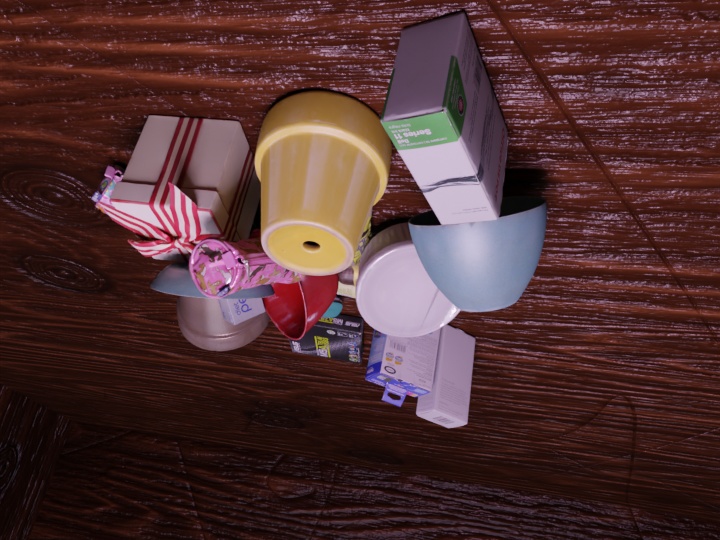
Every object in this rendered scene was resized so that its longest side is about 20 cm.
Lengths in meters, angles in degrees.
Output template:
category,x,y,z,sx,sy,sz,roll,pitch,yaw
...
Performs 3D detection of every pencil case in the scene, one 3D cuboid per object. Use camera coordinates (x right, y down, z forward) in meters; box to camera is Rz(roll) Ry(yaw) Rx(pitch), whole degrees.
category,x,y,z,sx,sy,sz,roll,pitch,yaw
pencil case,-0.153,-0.012,0.889,0.086,0.084,0.199,36,-161,19
pencil case,-0.375,-0.111,1.111,0.197,0.089,0.087,30,148,-27

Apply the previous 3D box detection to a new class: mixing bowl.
category,x,y,z,sx,sy,sz,roll,pitch,yaw
mixing bowl,-0.106,0.007,1.088,0.107,0.204,0.200,-22,168,-30

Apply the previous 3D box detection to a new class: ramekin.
category,x,y,z,sx,sy,sz,roll,pitch,yaw
ramekin,0.085,0.011,1.068,0.196,0.095,0.207,-4,127,-5

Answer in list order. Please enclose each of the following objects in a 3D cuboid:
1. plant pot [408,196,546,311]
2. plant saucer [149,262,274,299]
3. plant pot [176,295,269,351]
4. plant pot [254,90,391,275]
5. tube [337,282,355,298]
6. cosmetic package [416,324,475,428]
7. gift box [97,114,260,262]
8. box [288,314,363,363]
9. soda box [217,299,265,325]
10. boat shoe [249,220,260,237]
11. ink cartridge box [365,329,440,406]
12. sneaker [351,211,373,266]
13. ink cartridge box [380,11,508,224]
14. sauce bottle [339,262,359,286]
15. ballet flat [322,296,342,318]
category,x,y,z,sx,sy,sz,roll,pitch,yaw
plant pot,0.175,-0.020,0.892,0.194,0.139,0.200,-10,-168,2
plant saucer,-0.232,0.012,0.982,0.194,0.037,0.200,6,-175,-1
plant pot,-0.282,0.029,1.244,0.194,0.203,0.176,9,136,5
plant pot,-0.059,-0.107,0.862,0.194,0.193,0.203,5,149,3
tube,-0.088,0.013,1.266,0.194,0.052,0.060,10,114,16
cosmetic package,0.193,0.235,1.383,0.100,0.205,0.074,26,149,-25
gift box,-0.269,-0.118,0.944,0.179,0.191,0.201,3,152,15
box,-0.086,0.162,1.529,0.187,0.049,0.202,8,151,4
soda box,-0.237,-0.011,1.119,0.067,0.205,0.063,-21,-163,-28
boat shoe,-0.178,-0.045,1.178,0.059,0.076,0.202,-26,138,-7
ink cartridge box,0.091,0.183,1.330,0.134,0.205,0.076,22,151,-20
sneaker,-0.011,-0.073,1.070,0.075,0.077,0.201,-12,157,-24
ink cartridge box,0.110,-0.171,0.740,0.081,0.150,0.200,-3,148,29
sauce bottle,0.000,0.000,1.181,0.194,0.066,0.065,7,152,8
ballet flat,-0.117,0.063,1.295,0.070,0.074,0.198,-8,169,33
